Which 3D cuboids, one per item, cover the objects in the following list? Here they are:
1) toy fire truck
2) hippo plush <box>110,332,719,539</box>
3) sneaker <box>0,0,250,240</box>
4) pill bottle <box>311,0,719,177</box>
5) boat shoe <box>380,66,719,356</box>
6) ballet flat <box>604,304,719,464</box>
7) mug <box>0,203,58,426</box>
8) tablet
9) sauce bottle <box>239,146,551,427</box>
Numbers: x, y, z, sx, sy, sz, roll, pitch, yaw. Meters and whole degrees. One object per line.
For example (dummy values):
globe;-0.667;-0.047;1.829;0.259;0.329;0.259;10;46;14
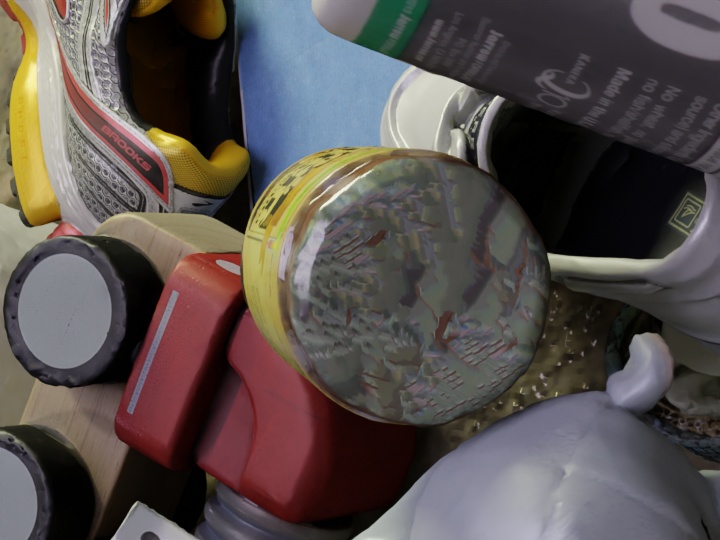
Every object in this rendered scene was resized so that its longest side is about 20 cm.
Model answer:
toy fire truck;-0.034;0.097;0.809;0.199;0.128;0.177;28;102;24
hippo plush;0.049;0.078;0.665;0.161;0.199;0.160;-54;8;48
sneaker;-0.078;-0.101;0.918;0.082;0.078;0.202;-26;71;40
pill bottle;0.098;-0.075;0.609;0.113;0.199;0.114;-161;90;-84
boat shoe;0.054;-0.033;0.717;0.200;0.065;0.074;22;86;56
ballet flat;0.147;0.016;0.687;0.199;0.074;0.075;-16;68;38
mug;-0.194;0.013;0.920;0.147;0.175;0.201;-33;59;31
tablet;0.026;-0.084;0.841;0.199;0.014;0.131;-27;62;44
sauce bottle;0.000;0.000;0.692;0.200;0.064;0.065;-165;92;-80
